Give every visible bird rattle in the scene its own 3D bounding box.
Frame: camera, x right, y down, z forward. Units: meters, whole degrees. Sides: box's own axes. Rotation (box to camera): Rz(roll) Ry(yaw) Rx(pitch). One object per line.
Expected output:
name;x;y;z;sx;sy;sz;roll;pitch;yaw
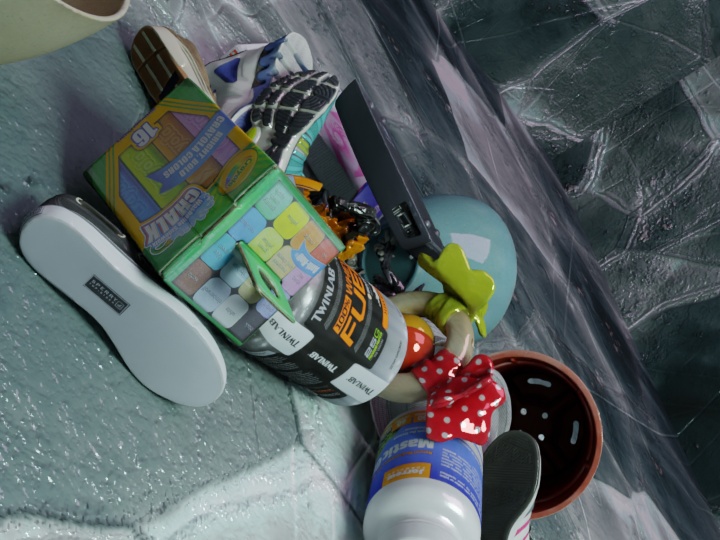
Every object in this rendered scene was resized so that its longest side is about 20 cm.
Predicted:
bird rattle;0.071;0.084;1.029;0.113;0.162;0.201;53;38;-54

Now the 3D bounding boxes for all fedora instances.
fedora;0.103;0.148;1.106;0.177;0.090;0.201;-41;121;-38

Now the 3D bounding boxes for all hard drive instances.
hard drive;0.034;-0.105;1.127;0.201;0.042;0.135;66;9;12

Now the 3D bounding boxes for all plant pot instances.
plant pot;0.076;-0.006;1.254;0.134;0.200;0.201;11;50;-51
plant pot;0.212;0.203;1.291;0.202;0.200;0.195;63;11;11

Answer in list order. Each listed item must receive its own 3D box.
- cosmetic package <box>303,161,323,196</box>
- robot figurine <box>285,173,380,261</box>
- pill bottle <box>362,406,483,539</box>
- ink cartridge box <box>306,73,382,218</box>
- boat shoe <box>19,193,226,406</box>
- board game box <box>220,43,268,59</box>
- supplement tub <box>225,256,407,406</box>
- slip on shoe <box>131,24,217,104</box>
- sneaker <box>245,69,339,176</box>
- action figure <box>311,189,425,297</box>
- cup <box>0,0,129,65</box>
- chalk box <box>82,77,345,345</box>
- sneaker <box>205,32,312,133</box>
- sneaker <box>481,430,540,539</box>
cosmetic package;-0.076;-0.136;1.266;0.083;0.050;0.200;61;19;1
robot figurine;-0.071;-0.044;1.010;0.200;0.145;0.058;15;48;-52
pill bottle;0.061;0.228;0.968;0.112;0.112;0.200;54;19;-14
ink cartridge box;-0.022;-0.150;1.285;0.201;0.043;0.196;56;19;-8
boat shoe;-0.172;0.020;0.767;0.200;0.068;0.057;49;20;-20
board game box;-0.110;-0.250;1.376;0.127;0.035;0.200;57;19;-3
supplement tub;-0.053;0.040;0.949;0.200;0.122;0.123;38;28;-46
slip on shoe;-0.172;-0.167;1.035;0.060;0.076;0.201;-2;54;-50
sneaker;-0.085;-0.133;1.077;0.201;0.077;0.080;-60;156;-21
action figure;0.000;0.000;1.160;0.200;0.119;0.102;50;25;-10
cup;-0.289;-0.227;0.726;0.200;0.143;0.201;50;20;-26
chalk box;-0.107;-0.037;0.805;0.200;0.124;0.125;45;-4;38
sneaker;-0.139;-0.183;1.140;0.081;0.115;0.200;55;48;-40
sneaker;0.161;0.277;1.099;0.121;0.083;0.201;31;74;-67
